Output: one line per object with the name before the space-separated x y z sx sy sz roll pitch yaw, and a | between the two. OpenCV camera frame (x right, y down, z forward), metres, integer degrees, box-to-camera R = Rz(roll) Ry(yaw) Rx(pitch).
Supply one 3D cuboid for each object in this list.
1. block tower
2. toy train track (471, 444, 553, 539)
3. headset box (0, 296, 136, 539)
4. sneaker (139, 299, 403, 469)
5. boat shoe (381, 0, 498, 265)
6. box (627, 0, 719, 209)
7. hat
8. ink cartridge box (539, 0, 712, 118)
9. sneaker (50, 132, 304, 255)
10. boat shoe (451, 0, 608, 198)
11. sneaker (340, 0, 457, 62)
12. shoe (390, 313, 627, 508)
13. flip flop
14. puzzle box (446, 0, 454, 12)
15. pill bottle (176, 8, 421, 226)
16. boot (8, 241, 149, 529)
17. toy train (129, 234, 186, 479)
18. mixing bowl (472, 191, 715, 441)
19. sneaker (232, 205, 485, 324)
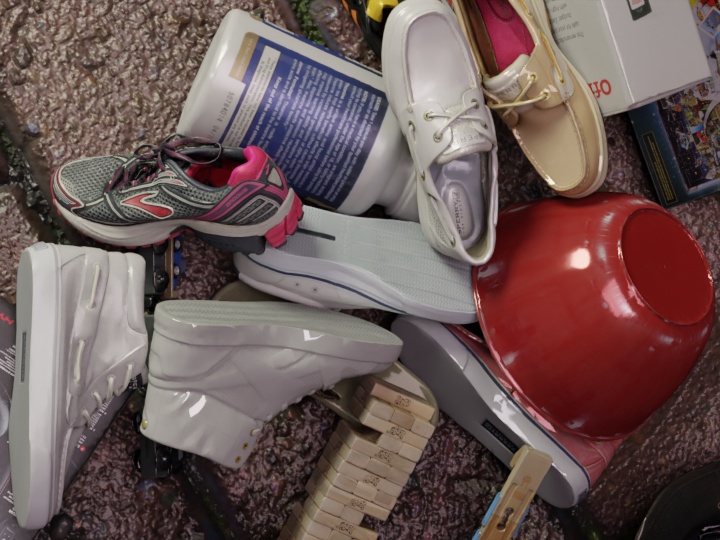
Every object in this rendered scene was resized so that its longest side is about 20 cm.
block tower | -0.015 0.179 1.558 0.058 0.054 0.200 25 94 -17
toy train track | 0.087 0.219 1.593 0.115 0.033 0.200 23 105 -18
headset box | -0.281 0.128 1.517 0.149 0.075 0.200 34 79 -8
sneaker | -0.068 0.086 1.516 0.200 0.074 0.116 5 105 -30
boat shoe | 0.068 -0.098 1.503 0.071 0.069 0.200 -20 113 -12
box | 0.271 -0.164 1.651 0.136 0.038 0.200 -20 90 22
hat | 0.278 0.237 1.635 0.200 0.081 0.201 1 88 -21
ink cartridge box | 0.169 -0.217 1.586 0.084 0.146 0.200 -20 95 -26
sneaker | -0.138 -0.066 1.525 0.200 0.075 0.081 2 52 25
boat shoe | 0.116 -0.143 1.542 0.069 0.074 0.200 -14 77 -54
sneaker | 0.019 -0.211 1.579 0.070 0.090 0.200 -40 75 11
shoe | 0.119 0.085 1.620 0.200 0.071 0.091 44 60 1
flip flop | -0.026 0.069 1.587 0.200 0.058 0.081 34 79 -3
puzzle box | 0.080 -0.264 1.658 0.133 0.025 0.201 2 85 -13
pill bottle | -0.029 -0.108 1.576 0.200 0.111 0.111 24 81 -10
boot | -0.192 0.082 1.468 0.095 0.074 0.201 3 91 -22
toy train | -0.149 0.056 1.569 0.046 0.034 0.201 4 84 -55
mixing bowl | 0.193 0.016 1.572 0.200 0.108 0.201 21 54 -31
sneaker | 0.000 0.000 1.575 0.200 0.071 0.073 18 57 -7
